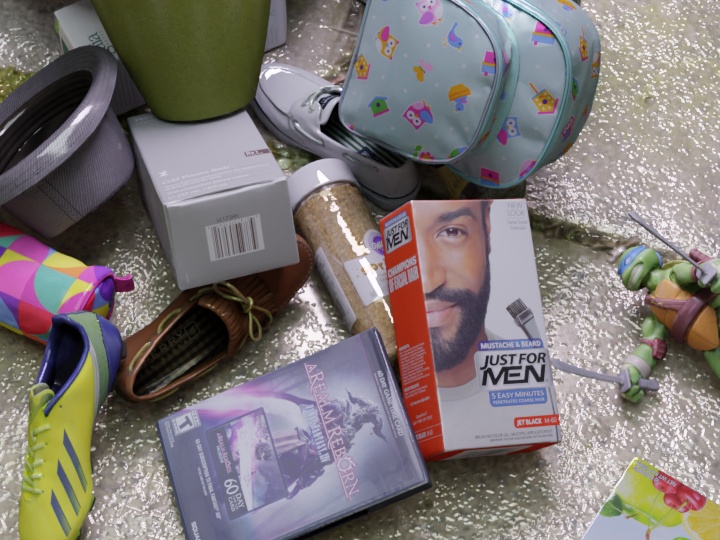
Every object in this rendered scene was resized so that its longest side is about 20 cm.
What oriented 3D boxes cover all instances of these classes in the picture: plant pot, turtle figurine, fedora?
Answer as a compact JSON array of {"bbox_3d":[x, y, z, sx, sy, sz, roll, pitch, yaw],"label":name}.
[{"bbox_3d":[-0.151,-0.236,1.496,0.186,0.201,0.187,-7,25,3],"label":"plant pot"},{"bbox_3d":[0.269,0.063,1.421,0.194,0.200,0.144,34,99,14],"label":"turtle figurine"},{"bbox_3d":[-0.254,-0.097,1.505,0.177,0.090,0.200,-37,26,6],"label":"fedora"}]

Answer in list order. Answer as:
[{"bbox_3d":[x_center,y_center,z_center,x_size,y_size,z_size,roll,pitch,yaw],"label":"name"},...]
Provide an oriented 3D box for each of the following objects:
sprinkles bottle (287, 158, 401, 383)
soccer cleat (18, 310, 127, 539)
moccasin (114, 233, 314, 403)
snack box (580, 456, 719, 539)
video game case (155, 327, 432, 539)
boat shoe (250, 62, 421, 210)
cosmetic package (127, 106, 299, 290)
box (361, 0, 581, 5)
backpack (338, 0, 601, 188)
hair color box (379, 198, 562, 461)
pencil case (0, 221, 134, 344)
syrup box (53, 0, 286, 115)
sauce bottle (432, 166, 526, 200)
[{"bbox_3d":[0.000,0.000,1.499,0.068,0.068,0.200,-21,62,-12],"label":"sprinkles bottle"},{"bbox_3d":[-0.241,0.128,1.388,0.064,0.084,0.201,8,80,30],"label":"soccer cleat"},{"bbox_3d":[-0.119,0.039,1.460,0.201,0.074,0.078,-32,21,-18],"label":"moccasin"},{"bbox_3d":[0.260,0.255,1.353,0.199,0.053,0.142,29,65,17],"label":"snack box"},{"bbox_3d":[-0.056,0.146,1.406,0.199,0.019,0.143,-24,60,8],"label":"video game case"},{"bbox_3d":[-0.022,-0.137,1.581,0.200,0.067,0.074,35,65,19],"label":"boat shoe"},{"bbox_3d":[-0.126,-0.070,1.480,0.106,0.091,0.200,-15,31,-12],"label":"cosmetic package"},{"bbox_3d":[0.098,-0.284,1.602,0.200,0.184,0.105,37,67,20],"label":"box"},{"bbox_3d":[0.090,-0.163,1.457,0.199,0.176,0.153,23,21,14],"label":"backpack"},{"bbox_3d":[0.088,0.047,1.415,0.110,0.064,0.201,-3,77,-26],"label":"hair color box"},{"bbox_3d":[-0.296,0.004,1.486,0.199,0.089,0.089,22,61,14],"label":"pencil case"},{"bbox_3d":[-0.174,-0.223,1.626,0.199,0.082,0.079,-25,61,-15],"label":"syrup box"},{"bbox_3d":[0.074,-0.133,1.581,0.065,0.065,0.200,-25,64,-14],"label":"sauce bottle"}]
